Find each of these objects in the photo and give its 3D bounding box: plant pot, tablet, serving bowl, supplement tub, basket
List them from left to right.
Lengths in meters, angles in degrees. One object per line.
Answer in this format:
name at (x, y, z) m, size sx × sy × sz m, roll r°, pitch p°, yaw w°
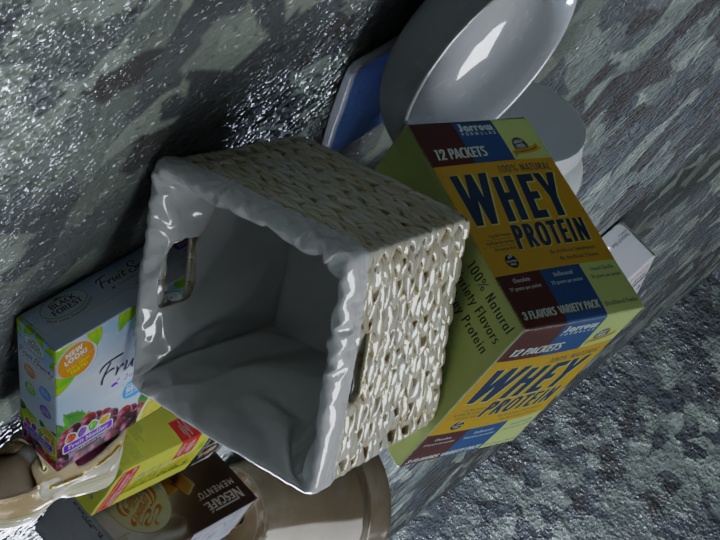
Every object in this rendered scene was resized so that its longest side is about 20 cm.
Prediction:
plant pot at (-0.089, 0.294, 1.986) m, size 0.173 × 0.200 × 0.200 m, roll -2°, pitch 139°, yaw -45°
basket at (-0.044, 0.023, 1.189) m, size 0.160 × 0.199 × 0.199 m, roll -20°, pitch 128°, yaw -46°
tablet at (0.050, -0.179, 1.362) m, size 0.200 × 0.014 × 0.130 m, roll -34°, pitch 162°, yaw -29°
serving bowl at (0.085, -0.183, 1.292) m, size 0.200 × 0.066 × 0.200 m, roll -39°, pitch 159°, yaw -17°
supplement tub at (0.136, -0.075, 1.585) m, size 0.144 × 0.145 × 0.201 m, roll -31°, pitch 151°, yaw -38°

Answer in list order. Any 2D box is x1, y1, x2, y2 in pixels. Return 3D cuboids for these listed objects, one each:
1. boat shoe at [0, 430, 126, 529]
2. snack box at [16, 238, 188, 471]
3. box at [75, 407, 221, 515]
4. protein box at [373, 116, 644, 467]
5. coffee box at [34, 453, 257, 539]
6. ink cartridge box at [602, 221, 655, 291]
boat shoe at (-0.273, 0.161, 1.357) m, size 0.200 × 0.074 × 0.069 m, roll -18°, pitch 139°, yaw -60°
snack box at (-0.178, 0.053, 1.274) m, size 0.200 × 0.053 × 0.143 m, roll -33°, pitch 146°, yaw -35°
box at (-0.202, 0.174, 1.591) m, size 0.075 × 0.050 × 0.200 m, roll -51°, pitch 163°, yaw 30°
protein box at (0.083, 0.016, 1.296) m, size 0.134 × 0.199 × 0.200 m, roll -8°, pitch 149°, yaw -38°
coffee box at (-0.217, 0.250, 1.636) m, size 0.200 × 0.114 × 0.080 m, roll -20°, pitch 152°, yaw -54°
ink cartridge box at (0.399, 0.024, 2.656) m, size 0.145 × 0.084 × 0.200 m, roll -41°, pitch 165°, yaw -12°
